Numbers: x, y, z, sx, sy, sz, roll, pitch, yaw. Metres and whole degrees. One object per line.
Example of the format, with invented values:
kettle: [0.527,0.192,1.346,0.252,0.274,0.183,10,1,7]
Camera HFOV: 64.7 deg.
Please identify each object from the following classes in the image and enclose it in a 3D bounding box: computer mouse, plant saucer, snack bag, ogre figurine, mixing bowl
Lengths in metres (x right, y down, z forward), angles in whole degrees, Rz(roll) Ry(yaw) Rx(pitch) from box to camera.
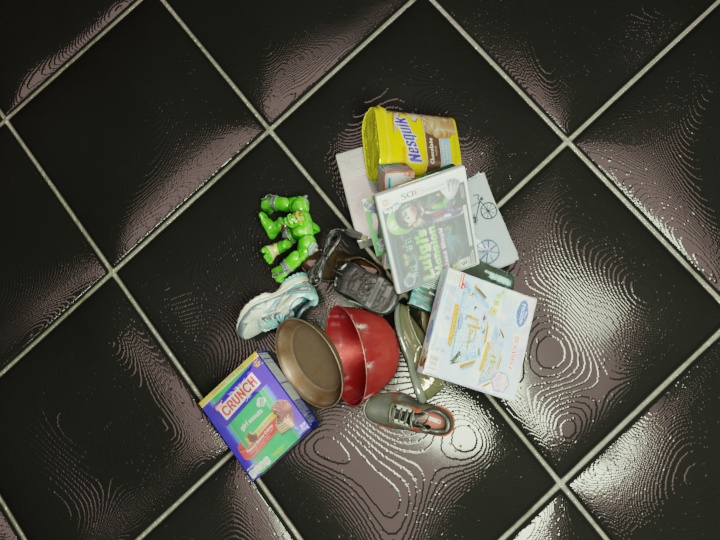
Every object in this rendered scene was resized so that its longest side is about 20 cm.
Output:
computer mouse: [0.000,0.000,1.171,0.195,0.046,0.144,22,80,9]
plant saucer: [-0.100,0.187,1.184,0.036,0.201,0.202,-28,74,-42]
snack bag: [0.209,-0.079,1.180,0.184,0.021,0.205,-22,87,-4]
ogre figurine: [-0.157,-0.089,1.257,0.117,0.099,0.204,-21,46,13]
mixing bowl: [0.012,0.165,1.164,0.105,0.200,0.206,-8,78,-25]

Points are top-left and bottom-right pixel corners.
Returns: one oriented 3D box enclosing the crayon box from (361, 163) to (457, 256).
crayon box: [0.112,-0.108,1.099,0.195,0.052,0.129,-22,117,-6]

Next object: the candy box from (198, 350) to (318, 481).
candy box: [-0.214,0.301,1.205,0.168,0.077,0.201,-41,77,2]

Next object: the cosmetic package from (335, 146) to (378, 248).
cosmetic package: [0.017,-0.164,1.259,0.098,0.071,0.206,-14,79,1]

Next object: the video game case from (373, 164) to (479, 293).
video game case: [0.129,-0.075,1.075,0.177,0.023,0.205,-19,116,-8]

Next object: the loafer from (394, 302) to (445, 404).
loafer: [0.116,0.158,1.131,0.068,0.075,0.205,-16,71,0]

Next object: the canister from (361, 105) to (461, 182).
canister: [0.111,-0.265,1.220,0.194,0.086,0.153,0,74,-22]

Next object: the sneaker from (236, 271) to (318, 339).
sneaker: [-0.177,0.088,1.218,0.198,0.078,0.087,-37,54,-4]

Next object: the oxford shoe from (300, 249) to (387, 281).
oxford shoe: [-0.040,-0.011,1.235,0.194,0.084,0.075,8,83,9]

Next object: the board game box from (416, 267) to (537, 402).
board game box: [0.224,0.123,1.086,0.194,0.041,0.206,19,81,-11]

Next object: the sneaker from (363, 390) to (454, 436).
sneaker: [0.100,0.294,1.170,0.193,0.082,0.080,6,81,7]

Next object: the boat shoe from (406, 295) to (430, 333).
boat shoe: [0.145,0.142,1.203,0.072,0.075,0.207,-3,79,-26]

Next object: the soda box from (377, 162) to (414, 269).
soda box: [0.070,-0.110,1.155,0.062,0.069,0.206,-5,115,-10]

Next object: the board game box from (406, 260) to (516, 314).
board game box: [0.203,0.039,1.141,0.195,0.028,0.139,22,80,-1]
